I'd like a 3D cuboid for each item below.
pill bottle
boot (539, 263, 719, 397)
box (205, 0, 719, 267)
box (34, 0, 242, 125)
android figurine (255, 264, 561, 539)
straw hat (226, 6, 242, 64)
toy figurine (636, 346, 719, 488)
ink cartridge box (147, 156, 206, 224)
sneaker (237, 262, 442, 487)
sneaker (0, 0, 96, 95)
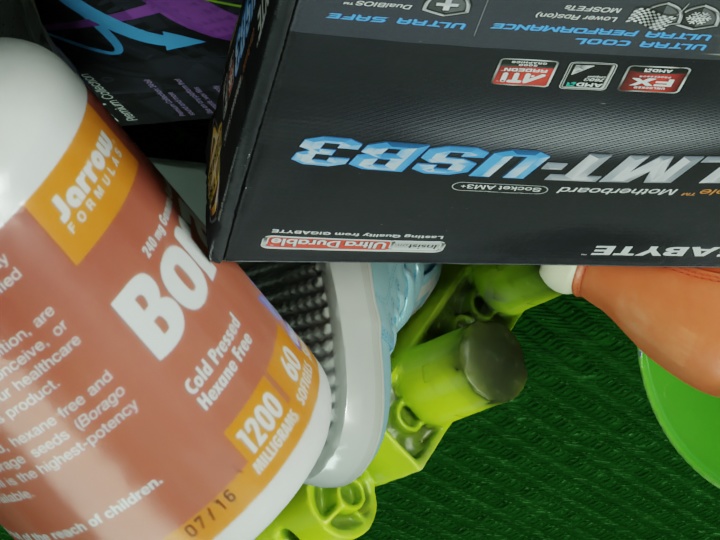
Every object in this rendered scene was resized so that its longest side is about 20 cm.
[{"bbox_3d":[-0.107,0.002,0.844,0.112,0.112,0.200,-16,124,40],"label":"pill bottle"},{"bbox_3d":[0.137,-0.034,0.943,0.107,0.200,0.075,26,131,14],"label":"boot"},{"bbox_3d":[0.064,-0.057,0.769,0.199,0.050,0.199,2,156,-10],"label":"box"},{"bbox_3d":[-0.075,-0.096,1.031,0.199,0.036,0.143,-3,161,17],"label":"box"},{"bbox_3d":[0.005,0.041,1.047,0.041,0.182,0.200,46,140,-14],"label":"android figurine"},{"bbox_3d":[0.022,-0.109,0.889,0.201,0.085,0.201,-21,143,-17],"label":"straw hat"},{"bbox_3d":[0.256,0.014,1.232,0.184,0.150,0.200,-3,155,-46],"label":"toy figurine"},{"bbox_3d":[-0.120,-0.006,1.183,0.199,0.084,0.145,7,176,-16],"label":"ink cartridge box"},{"bbox_3d":[0.000,0.000,0.973,0.082,0.200,0.074,16,130,-24],"label":"sneaker"},{"bbox_3d":[-0.144,-0.049,0.946,0.075,0.116,0.200,-3,135,14],"label":"sneaker"}]
